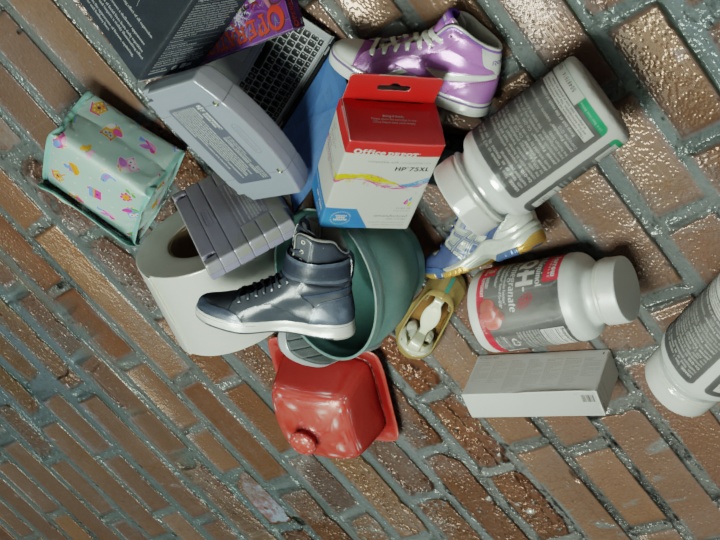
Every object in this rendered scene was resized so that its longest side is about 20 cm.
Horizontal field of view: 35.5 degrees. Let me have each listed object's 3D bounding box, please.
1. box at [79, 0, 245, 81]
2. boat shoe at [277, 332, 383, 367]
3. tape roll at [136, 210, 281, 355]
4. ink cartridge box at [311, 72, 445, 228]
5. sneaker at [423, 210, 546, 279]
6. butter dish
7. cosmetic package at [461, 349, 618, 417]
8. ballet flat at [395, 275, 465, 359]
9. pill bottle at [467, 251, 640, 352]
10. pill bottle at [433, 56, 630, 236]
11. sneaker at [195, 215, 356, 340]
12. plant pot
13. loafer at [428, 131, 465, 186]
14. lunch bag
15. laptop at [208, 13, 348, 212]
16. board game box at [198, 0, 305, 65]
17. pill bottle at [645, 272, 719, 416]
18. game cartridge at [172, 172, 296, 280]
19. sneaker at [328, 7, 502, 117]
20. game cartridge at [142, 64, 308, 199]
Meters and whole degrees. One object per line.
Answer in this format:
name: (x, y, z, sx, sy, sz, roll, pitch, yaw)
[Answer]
box: (-0.218, -0.344, 1.293, 0.149, 0.107, 0.200, 54, 130, 8)
boat shoe: (-0.053, 0.101, 1.594, 0.066, 0.199, 0.074, -8, 82, 42)
tape roll: (-0.193, 0.002, 1.566, 0.201, 0.203, 0.140, -2, 128, 31)
ink cartridge box: (0.022, -0.133, 1.293, 0.115, 0.068, 0.201, 0, 146, -16)
sneaker: (0.149, -0.049, 1.433, 0.199, 0.075, 0.089, -23, 90, 46)
butter dish: (-0.061, 0.219, 1.722, 0.198, 0.148, 0.201, 6, 130, 24)
cosmetic package: (0.246, 0.157, 1.540, 0.199, 0.083, 0.051, -5, 128, 34)
ballet flat: (0.087, 0.074, 1.569, 0.068, 0.063, 0.201, 26, 137, 4)
pill bottle: (0.243, 0.038, 1.412, 0.199, 0.111, 0.111, -11, 122, 36)
pill bottle: (0.186, -0.133, 1.242, 0.199, 0.113, 0.113, -36, 108, 18)
sneaker: (-0.104, 0.003, 1.371, 0.200, 0.077, 0.147, 3, 116, 3)
plant pot: (0.000, 0.000, 1.471, 0.200, 0.134, 0.202, 25, 124, 42)
loafer: (0.124, -0.126, 1.370, 0.199, 0.068, 0.071, 17, 143, 23)
lunch bag: (-0.363, -0.129, 1.606, 0.170, 0.122, 0.200, 33, 145, -4)
laptop: (-0.108, -0.211, 1.384, 0.199, 0.116, 0.187, 32, 137, -8)
board game box: (-0.162, -0.322, 1.347, 0.199, 0.032, 0.121, -11, 103, 39)
pill bottle: (0.430, 0.082, 1.333, 0.113, 0.113, 0.200, 31, 137, 1)
game cartridge: (-0.164, -0.073, 1.463, 0.129, 0.200, 0.039, -25, 126, -7)
sneaker: (0.066, -0.259, 1.286, 0.199, 0.073, 0.115, 14, 131, 4)
game cartridge: (-0.157, -0.164, 1.358, 0.133, 0.042, 0.200, -8, 137, 43)
